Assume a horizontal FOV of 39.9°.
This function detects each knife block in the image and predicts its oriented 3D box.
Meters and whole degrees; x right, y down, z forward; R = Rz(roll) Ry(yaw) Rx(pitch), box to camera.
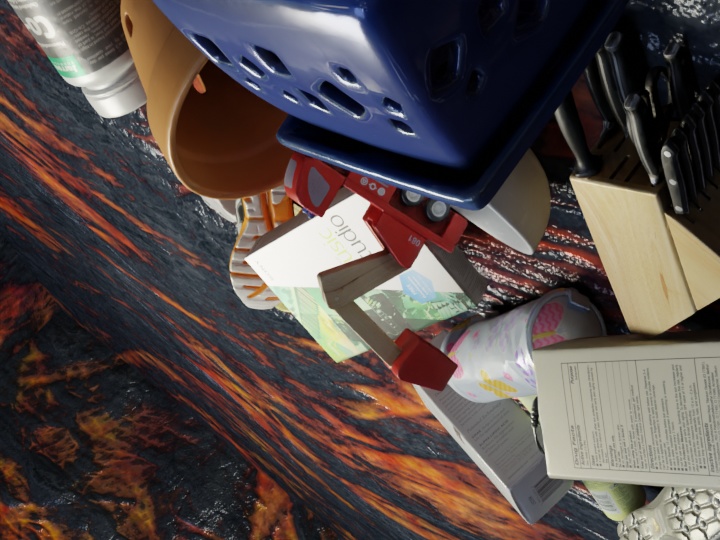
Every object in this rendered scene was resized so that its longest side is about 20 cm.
[{"bbox_3d":[0.178,-0.056,0.647,0.175,0.064,0.200,42,161,6],"label":"knife block"}]

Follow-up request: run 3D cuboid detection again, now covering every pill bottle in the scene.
[{"bbox_3d":[-0.290,-0.268,1.038,0.112,0.113,0.201,21,151,44],"label":"pill bottle"}]

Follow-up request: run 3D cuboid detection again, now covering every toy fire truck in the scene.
[{"bbox_3d":[0.012,-0.008,0.791,0.198,0.143,0.049,30,-177,-16],"label":"toy fire truck"}]

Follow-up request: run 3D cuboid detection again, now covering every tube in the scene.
[{"bbox_3d":[0.236,0.178,1.030,0.201,0.058,0.052,53,169,-26],"label":"tube"}]

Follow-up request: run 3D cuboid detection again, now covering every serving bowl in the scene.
[{"bbox_3d":[0.066,-0.098,0.732,0.199,0.066,0.200,38,-178,-2],"label":"serving bowl"}]

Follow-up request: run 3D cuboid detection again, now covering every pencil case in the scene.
[{"bbox_3d":[0.148,0.073,0.927,0.083,0.092,0.200,36,162,-10],"label":"pencil case"}]

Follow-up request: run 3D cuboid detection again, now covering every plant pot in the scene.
[{"bbox_3d":[0.026,-0.157,0.548,0.198,0.201,0.181,23,158,41],"label":"plant pot"},{"bbox_3d":[-0.094,-0.177,0.764,0.141,0.198,0.201,51,165,24],"label":"plant pot"}]

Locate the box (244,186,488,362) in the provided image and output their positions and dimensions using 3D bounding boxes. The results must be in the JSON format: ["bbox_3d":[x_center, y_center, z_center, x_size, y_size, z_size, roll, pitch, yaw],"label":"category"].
[{"bbox_3d":[0.000,0.000,0.904,0.145,0.037,0.198,49,138,-15],"label":"box"}]

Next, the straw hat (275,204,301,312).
[{"bbox_3d":[-0.084,0.004,1.232,0.200,0.085,0.202,37,159,17],"label":"straw hat"}]

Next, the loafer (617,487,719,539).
[{"bbox_3d":[0.326,0.242,0.974,0.200,0.068,0.071,124,139,-60],"label":"loafer"}]

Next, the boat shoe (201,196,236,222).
[{"bbox_3d":[-0.149,-0.089,1.197,0.198,0.073,0.069,23,160,41],"label":"boat shoe"}]

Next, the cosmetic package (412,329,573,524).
[{"bbox_3d":[0.137,0.168,1.084,0.200,0.074,0.102,45,171,41],"label":"cosmetic package"}]

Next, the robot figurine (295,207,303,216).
[{"bbox_3d":[-0.012,-0.004,1.038,0.114,0.146,0.201,4,146,16],"label":"robot figurine"}]

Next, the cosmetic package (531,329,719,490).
[{"bbox_3d":[0.227,0.099,0.722,0.198,0.070,0.108,-6,91,49],"label":"cosmetic package"}]

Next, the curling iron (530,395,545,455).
[{"bbox_3d":[0.195,0.126,0.873,0.025,0.051,0.199,-9,175,31],"label":"curling iron"}]

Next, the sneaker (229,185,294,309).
[{"bbox_3d":[-0.102,-0.056,1.078,0.077,0.076,0.204,-111,25,-68],"label":"sneaker"}]
